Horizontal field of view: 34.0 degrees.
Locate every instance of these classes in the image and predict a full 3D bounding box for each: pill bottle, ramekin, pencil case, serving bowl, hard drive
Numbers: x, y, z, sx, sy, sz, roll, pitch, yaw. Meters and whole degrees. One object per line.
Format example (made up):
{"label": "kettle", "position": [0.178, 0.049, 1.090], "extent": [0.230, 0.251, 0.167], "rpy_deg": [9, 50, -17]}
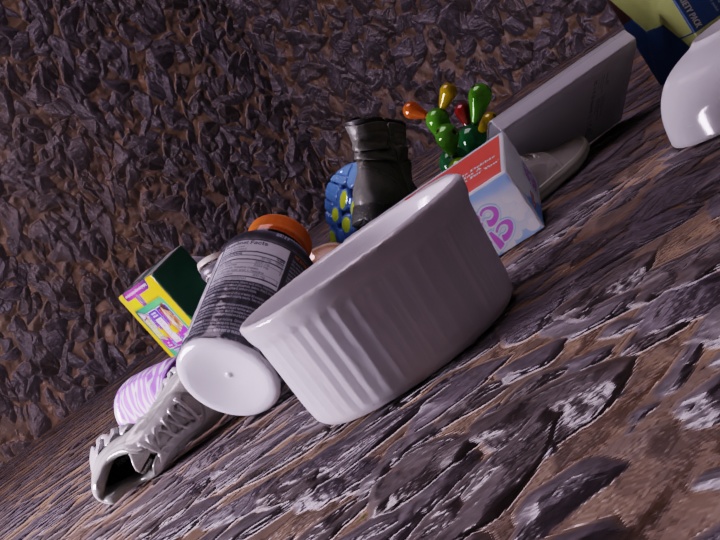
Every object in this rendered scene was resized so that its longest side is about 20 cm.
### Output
{"label": "pill bottle", "position": [-0.103, 0.034, 1.157], "extent": [0.106, 0.106, 0.202], "rpy_deg": [-30, 28, 36]}
{"label": "ramekin", "position": [0.017, 0.025, 0.873], "extent": [0.199, 0.098, 0.201], "rpy_deg": [-35, 5, 3]}
{"label": "pencil case", "position": [-0.231, 0.153, 1.389], "extent": [0.199, 0.083, 0.087], "rpy_deg": [-30, 41, 58]}
{"label": "serving bowl", "position": [0.325, -0.183, 0.963], "extent": [0.199, 0.066, 0.200], "rpy_deg": [-35, 6, 4]}
{"label": "hard drive", "position": [0.218, -0.164, 1.294], "extent": [0.199, 0.026, 0.133], "rpy_deg": [-35, -30, -19]}

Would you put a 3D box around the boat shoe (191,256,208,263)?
{"label": "boat shoe", "position": [-0.142, 0.022, 1.512], "extent": [0.197, 0.058, 0.068], "rpy_deg": [11, -8, -22]}

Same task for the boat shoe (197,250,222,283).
{"label": "boat shoe", "position": [-0.114, 0.027, 1.386], "extent": [0.072, 0.064, 0.199], "rpy_deg": [-27, -27, 23]}

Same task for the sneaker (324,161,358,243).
{"label": "sneaker", "position": [0.005, -0.062, 1.463], "extent": [0.082, 0.071, 0.201], "rpy_deg": [-28, -37, -23]}

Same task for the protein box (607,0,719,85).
{"label": "protein box", "position": [0.412, -0.330, 1.329], "extent": [0.199, 0.136, 0.199], "rpy_deg": [-35, 5, 0]}

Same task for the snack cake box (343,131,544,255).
{"label": "snack cake box", "position": [0.073, -0.035, 1.117], "extent": [0.199, 0.068, 0.115], "rpy_deg": [-34, 15, 18]}

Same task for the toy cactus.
{"label": "toy cactus", "position": [0.099, -0.104, 1.303], "extent": [0.101, 0.165, 0.203], "rpy_deg": [5, 64, 21]}

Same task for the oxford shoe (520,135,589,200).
{"label": "oxford shoe", "position": [0.167, -0.095, 1.225], "extent": [0.199, 0.058, 0.075], "rpy_deg": [-36, 4, -28]}

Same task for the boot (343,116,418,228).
{"label": "boot", "position": [0.052, -0.111, 1.379], "extent": [0.067, 0.133, 0.199], "rpy_deg": [-7, -8, 32]}

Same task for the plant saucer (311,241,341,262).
{"label": "plant saucer", "position": [-0.076, 0.057, 1.268], "extent": [0.200, 0.037, 0.201], "rpy_deg": [-42, 21, 19]}

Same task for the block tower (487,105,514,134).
{"label": "block tower", "position": [0.206, -0.166, 1.420], "extent": [0.058, 0.054, 0.200], "rpy_deg": [-51, -9, 24]}

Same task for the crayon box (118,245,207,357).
{"label": "crayon box", "position": [-0.207, 0.067, 1.470], "extent": [0.058, 0.173, 0.200], "rpy_deg": [-46, 10, -22]}

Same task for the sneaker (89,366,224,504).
{"label": "sneaker", "position": [-0.196, 0.161, 1.184], "extent": [0.200, 0.075, 0.081], "rpy_deg": [-44, 12, 10]}
